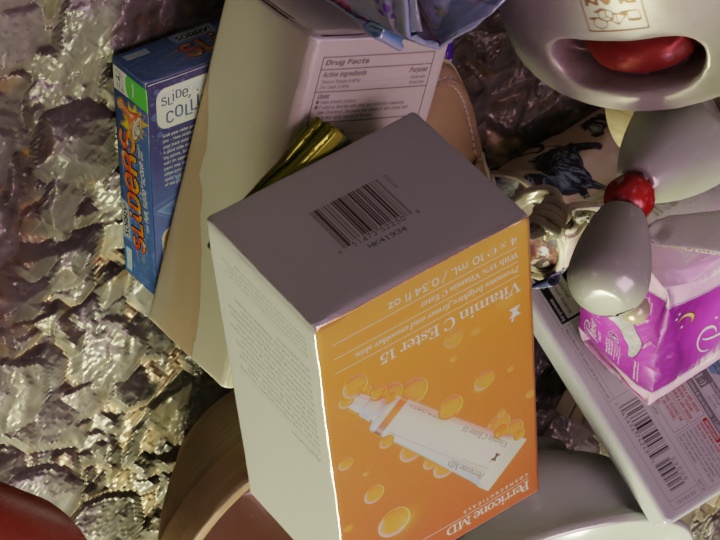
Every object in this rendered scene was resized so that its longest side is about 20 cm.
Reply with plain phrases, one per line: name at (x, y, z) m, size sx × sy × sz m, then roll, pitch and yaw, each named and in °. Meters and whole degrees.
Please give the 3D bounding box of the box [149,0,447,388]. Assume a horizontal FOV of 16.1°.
box at (-0.033, -0.047, 1.308) m, size 0.095 × 0.078 × 0.200 m, roll -5°, pitch 122°, yaw -40°

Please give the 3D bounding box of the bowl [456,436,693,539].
bowl at (0.100, 0.166, 1.596) m, size 0.201 × 0.091 × 0.201 m, roll -16°, pitch 154°, yaw -8°

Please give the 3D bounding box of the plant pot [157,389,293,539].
plant pot at (-0.042, 0.125, 1.453) m, size 0.201 × 0.093 × 0.201 m, roll -24°, pitch 143°, yaw -20°

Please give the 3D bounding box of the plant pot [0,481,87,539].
plant pot at (-0.242, 0.169, 1.264) m, size 0.201 × 0.201 × 0.195 m, roll -57°, pitch 146°, yaw 7°

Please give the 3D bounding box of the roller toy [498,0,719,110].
roller toy at (0.153, -0.188, 1.343) m, size 0.182 × 0.200 × 0.140 m, roll -34°, pitch 136°, yaw -9°

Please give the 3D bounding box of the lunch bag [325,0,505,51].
lunch bag at (0.019, -0.223, 1.216) m, size 0.127 × 0.170 × 0.200 m, roll 15°, pitch 108°, yaw -47°

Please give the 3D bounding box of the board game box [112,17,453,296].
board game box at (-0.037, -0.081, 1.367) m, size 0.200 × 0.034 × 0.136 m, roll -22°, pitch 131°, yaw -29°

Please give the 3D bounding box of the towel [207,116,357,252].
towel at (0.000, 0.000, 1.303) m, size 0.086 × 0.018 × 0.200 m, roll -45°, pitch 141°, yaw 1°

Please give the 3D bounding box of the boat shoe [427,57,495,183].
boat shoe at (0.049, -0.031, 1.405) m, size 0.072 × 0.065 × 0.200 m, roll -29°, pitch 136°, yaw -24°

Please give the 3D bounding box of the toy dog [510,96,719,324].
toy dog at (0.169, -0.037, 1.372) m, size 0.200 × 0.132 × 0.096 m, roll -48°, pitch 119°, yaw -22°

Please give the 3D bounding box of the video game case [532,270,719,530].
video game case at (0.199, 0.030, 1.555) m, size 0.182 × 0.200 × 0.022 m, roll -28°, pitch 171°, yaw -23°

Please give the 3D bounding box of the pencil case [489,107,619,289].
pencil case at (0.166, -0.064, 1.517) m, size 0.200 × 0.089 × 0.078 m, roll -28°, pitch 121°, yaw -24°

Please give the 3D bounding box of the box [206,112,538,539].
box at (0.010, 0.044, 1.259) m, size 0.124 × 0.097 × 0.200 m, roll -28°, pitch 139°, yaw -20°

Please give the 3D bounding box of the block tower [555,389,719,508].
block tower at (0.225, 0.114, 1.606) m, size 0.058 × 0.200 × 0.054 m, roll -9°, pitch 127°, yaw -65°

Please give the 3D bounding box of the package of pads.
package of pads at (0.225, -0.020, 1.492) m, size 0.200 × 0.076 × 0.121 m, roll -31°, pitch 147°, yaw -21°
